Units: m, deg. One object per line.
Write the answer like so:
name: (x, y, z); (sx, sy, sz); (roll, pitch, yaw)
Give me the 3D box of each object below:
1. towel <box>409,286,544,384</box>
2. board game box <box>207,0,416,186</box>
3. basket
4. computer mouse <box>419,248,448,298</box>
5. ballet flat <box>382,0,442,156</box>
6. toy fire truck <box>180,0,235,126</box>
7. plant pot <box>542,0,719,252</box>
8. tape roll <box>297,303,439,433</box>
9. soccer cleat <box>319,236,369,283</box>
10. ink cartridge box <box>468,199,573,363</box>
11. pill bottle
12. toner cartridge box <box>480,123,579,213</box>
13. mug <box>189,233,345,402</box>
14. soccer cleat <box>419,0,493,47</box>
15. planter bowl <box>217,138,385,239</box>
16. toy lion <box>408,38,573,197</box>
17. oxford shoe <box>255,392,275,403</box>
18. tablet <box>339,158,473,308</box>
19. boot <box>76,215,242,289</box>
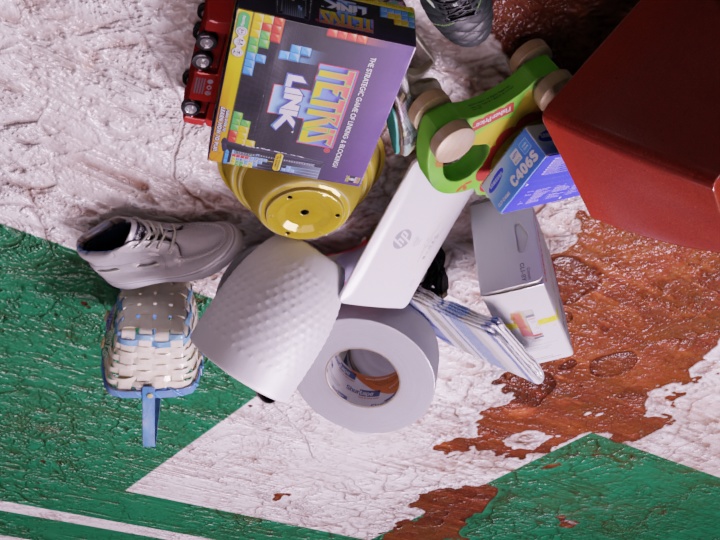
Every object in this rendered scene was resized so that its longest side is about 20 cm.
towel: (0.141, 0.079, 1.226); (0.199, 0.024, 0.147); (22, 162, 48)
board game box: (-0.053, -0.174, 0.895); (0.163, 0.057, 0.201); (9, 144, -11)
basket: (-0.283, 0.113, 1.277); (0.137, 0.177, 0.202); (-2, 127, -7)
computer mouse: (0.023, 0.017, 1.291); (0.197, 0.044, 0.110); (-11, 143, 4)
ballet flat: (0.047, -0.197, 0.970); (0.070, 0.070, 0.201); (-21, 142, 2)
toy fire truck: (-0.097, -0.217, 0.929); (0.139, 0.049, 0.201); (7, 143, -17)
plant pot: (0.332, -0.134, 0.923); (0.200, 0.176, 0.200); (-47, 140, -3)
tape roll: (0.009, 0.127, 1.277); (0.197, 0.066, 0.202); (6, 126, 9)
soccer cleat: (0.000, 0.000, 1.223); (0.198, 0.077, 0.067); (-14, 162, 17)
ink cartridge box: (0.210, 0.014, 1.221); (0.082, 0.147, 0.200); (-14, 145, 15)
pill bottle: (0.023, 0.169, 1.444); (0.114, 0.117, 0.201); (3, 145, -13)
toner cartridge box: (0.234, -0.123, 1.041); (0.198, 0.043, 0.095); (-14, 151, -39)
mug: (-0.117, 0.037, 1.171); (0.147, 0.200, 0.176); (33, 91, -42)
soccer cleat: (0.079, -0.267, 0.854); (0.067, 0.082, 0.200); (-15, 144, 14)
planter bowl: (-0.066, -0.096, 1.079); (0.197, 0.084, 0.201); (-4, 145, -3)
toy lion: (0.153, -0.143, 1.021); (0.198, 0.069, 0.192); (-27, 150, -11)
oxford shoe: (-0.131, 0.137, 1.405); (0.072, 0.085, 0.201); (-1, 144, -3)
tablet: (0.061, -0.039, 1.136); (0.129, 0.014, 0.201); (7, 119, -47)
boot: (-0.251, -0.031, 1.152); (0.198, 0.074, 0.096); (-15, 151, 16)
